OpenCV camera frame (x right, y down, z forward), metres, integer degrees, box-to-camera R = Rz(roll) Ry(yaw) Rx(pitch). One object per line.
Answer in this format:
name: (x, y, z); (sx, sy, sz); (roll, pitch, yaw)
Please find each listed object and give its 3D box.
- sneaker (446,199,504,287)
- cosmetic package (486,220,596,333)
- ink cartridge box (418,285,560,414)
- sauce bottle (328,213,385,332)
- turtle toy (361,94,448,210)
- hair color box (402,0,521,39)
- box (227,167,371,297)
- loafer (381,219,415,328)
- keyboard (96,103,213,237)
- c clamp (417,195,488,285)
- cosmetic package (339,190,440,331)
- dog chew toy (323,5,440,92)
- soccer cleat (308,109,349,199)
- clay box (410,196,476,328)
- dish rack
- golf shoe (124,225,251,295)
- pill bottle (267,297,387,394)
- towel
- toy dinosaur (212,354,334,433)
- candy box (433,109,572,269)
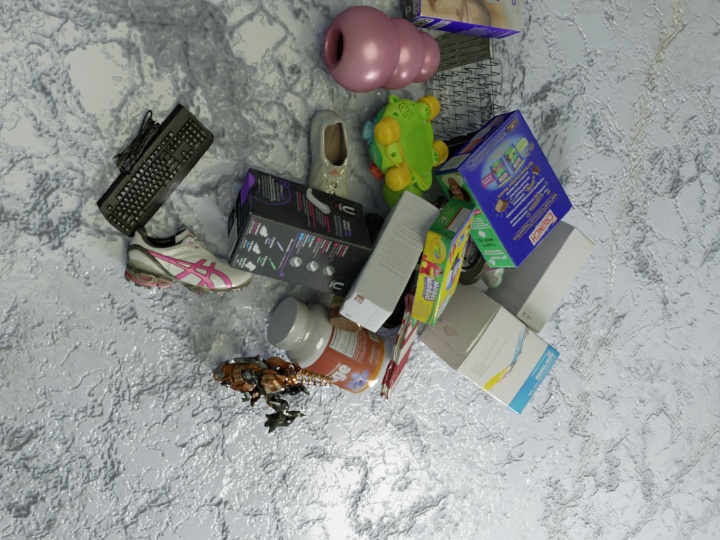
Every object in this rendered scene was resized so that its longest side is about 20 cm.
sneaker: (0.176, -0.037, 1.358); (0.138, 0.078, 0.203); (-28, 109, -14)
cosmetic package: (0.345, 0.001, 1.432); (0.081, 0.113, 0.202); (33, 94, -32)
ink cartridge box: (0.242, 0.143, 1.409); (0.199, 0.147, 0.146); (35, 91, -33)
sauce bottle: (0.000, 0.000, 1.236); (0.066, 0.065, 0.204); (32, 63, -32)
turtle toy: (0.067, -0.188, 1.222); (0.145, 0.100, 0.204); (-34, 120, -38)
hair color box: (0.166, -0.444, 1.193); (0.196, 0.065, 0.112); (-2, 94, -25)
box: (-0.097, -0.056, 1.148); (0.196, 0.124, 0.107); (16, 126, -21)
loafer: (0.059, 0.014, 1.312); (0.072, 0.071, 0.204); (-10, 112, -23)
keyboard: (-0.306, -0.148, 1.087); (0.104, 0.040, 0.201); (40, 87, -33)
c clamp: (0.179, -0.066, 1.300); (0.197, 0.027, 0.174); (18, 98, -26)
cosmetic package: (0.047, -0.015, 1.167); (0.073, 0.102, 0.203); (28, 65, -3)
dog chew toy: (0.041, -0.337, 1.153); (0.197, 0.124, 0.127); (-4, 111, -35)
soccer cleat: (-0.048, -0.153, 1.193); (0.068, 0.077, 0.204); (-12, 114, -22)
clay box: (0.132, -0.003, 1.209); (0.115, 0.047, 0.203); (-50, 154, -47)
dish rack: (0.181, -0.301, 1.271); (0.151, 0.054, 0.204); (-19, 116, -21)
golf shoe: (-0.256, -0.015, 1.141); (0.196, 0.072, 0.094); (7, 104, -28)
pill bottle: (-0.057, 0.126, 1.271); (0.198, 0.112, 0.113); (30, 93, -31)
towel: (0.082, 0.115, 1.334); (0.022, 0.144, 0.204); (19, 108, 12)
toy dinosaur: (-0.144, 0.190, 1.227); (0.103, 0.197, 0.137); (-53, 142, -31)
candy box: (0.242, -0.133, 1.248); (0.169, 0.077, 0.202); (-43, 109, -22)
